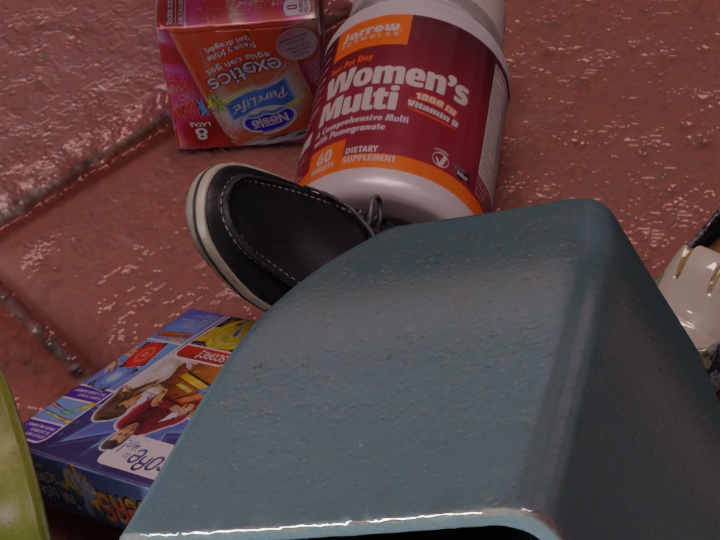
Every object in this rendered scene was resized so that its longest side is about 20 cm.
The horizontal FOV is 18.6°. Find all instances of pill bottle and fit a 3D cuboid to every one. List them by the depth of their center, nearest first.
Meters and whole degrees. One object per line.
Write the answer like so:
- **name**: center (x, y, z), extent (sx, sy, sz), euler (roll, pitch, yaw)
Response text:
- **pill bottle**: center (0.026, -0.080, 1.223), extent (0.109, 0.110, 0.200), euler (4, 49, 8)

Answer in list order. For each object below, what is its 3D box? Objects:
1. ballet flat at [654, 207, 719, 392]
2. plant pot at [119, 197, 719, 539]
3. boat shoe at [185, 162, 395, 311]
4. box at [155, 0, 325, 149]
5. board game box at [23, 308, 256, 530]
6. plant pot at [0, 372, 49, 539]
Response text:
- **ballet flat**: center (0.193, -0.002, 1.167), extent (0.074, 0.074, 0.200), euler (26, 55, 25)
- **plant pot**: center (0.055, 0.083, 0.925), extent (0.195, 0.196, 0.200), euler (-8, 45, 33)
- **boat shoe**: center (0.000, 0.000, 1.108), extent (0.062, 0.200, 0.075), euler (-24, 43, 47)
- **box**: center (-0.071, -0.178, 1.326), extent (0.095, 0.100, 0.200), euler (-4, 48, 1)
- **board game box**: center (-0.073, 0.076, 1.074), extent (0.135, 0.035, 0.200), euler (-35, 25, -29)
- **plant pot**: center (-0.244, 0.125, 1.002), extent (0.192, 0.201, 0.201), euler (-13, 48, -15)
